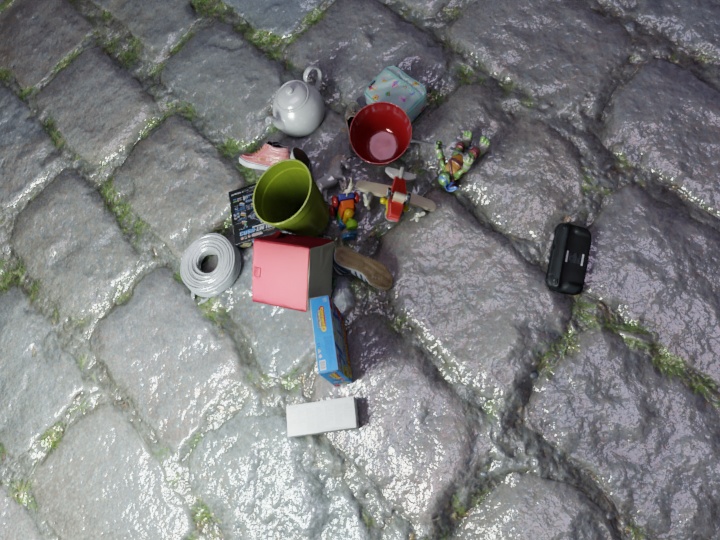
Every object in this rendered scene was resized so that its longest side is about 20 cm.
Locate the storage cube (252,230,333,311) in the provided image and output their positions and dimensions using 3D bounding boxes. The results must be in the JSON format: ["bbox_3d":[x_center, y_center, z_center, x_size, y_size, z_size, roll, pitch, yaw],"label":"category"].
[{"bbox_3d":[-0.189,-0.002,1.525,0.175,0.170,0.207,9,102,20],"label":"storage cube"}]

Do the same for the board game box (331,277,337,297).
[{"bbox_3d":[-0.176,0.053,1.645,0.194,0.024,0.107,12,71,16],"label":"board game box"}]

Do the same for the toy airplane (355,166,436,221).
[{"bbox_3d":[0.105,-0.220,1.636,0.196,0.144,0.200,-19,50,-37],"label":"toy airplane"}]

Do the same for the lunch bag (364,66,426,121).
[{"bbox_3d":[0.117,-0.580,1.783,0.160,0.077,0.200,-45,68,-6],"label":"lunch bag"}]

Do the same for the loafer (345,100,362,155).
[{"bbox_3d":[-0.017,-0.483,1.785,0.070,0.063,0.206,-7,69,10],"label":"loafer"}]

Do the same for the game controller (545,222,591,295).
[{"bbox_3d":[0.584,-0.034,1.507,0.101,0.042,0.205,16,74,2],"label":"game controller"}]

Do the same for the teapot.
[{"bbox_3d":[-0.216,-0.567,1.816,0.191,0.147,0.206,-9,67,8],"label":"teapot"}]

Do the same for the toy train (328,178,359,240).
[{"bbox_3d":[-0.035,-0.175,1.606,0.082,0.200,0.119,-11,74,-14],"label":"toy train"}]

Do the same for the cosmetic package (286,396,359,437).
[{"bbox_3d":[-0.104,0.404,1.483,0.194,0.051,0.085,-10,70,9],"label":"cosmetic package"}]

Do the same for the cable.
[{"bbox_3d":[-0.479,-0.019,1.712,0.196,0.069,0.204,-26,67,2],"label":"cable"}]

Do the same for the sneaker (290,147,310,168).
[{"bbox_3d":[-0.207,-0.319,1.765,0.085,0.071,0.204,-48,41,34],"label":"sneaker"}]

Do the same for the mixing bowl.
[{"bbox_3d":[0.067,-0.416,1.709,0.193,0.108,0.207,-1,80,6],"label":"mixing bowl"}]

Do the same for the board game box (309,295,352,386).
[{"bbox_3d":[-0.078,0.197,1.475,0.054,0.196,0.206,-12,68,7],"label":"board game box"}]

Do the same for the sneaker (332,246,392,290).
[{"bbox_3d":[0.000,0.000,1.608,0.197,0.108,0.071,30,73,-11],"label":"sneaker"}]

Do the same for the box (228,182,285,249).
[{"bbox_3d":[-0.324,-0.189,1.752,0.194,0.050,0.204,-16,68,5],"label":"box"}]

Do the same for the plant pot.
[{"bbox_3d":[-0.188,-0.194,1.610,0.195,0.193,0.207,-9,68,22],"label":"plant pot"}]

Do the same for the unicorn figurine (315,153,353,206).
[{"bbox_3d":[-0.086,-0.286,1.722,0.196,0.074,0.140,-29,67,0],"label":"unicorn figurine"}]

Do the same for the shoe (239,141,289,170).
[{"bbox_3d":[-0.317,-0.385,1.786,0.195,0.071,0.094,17,118,21],"label":"shoe"}]

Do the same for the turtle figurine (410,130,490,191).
[{"bbox_3d":[0.292,-0.362,1.615,0.193,0.143,0.202,-42,109,-25],"label":"turtle figurine"}]
